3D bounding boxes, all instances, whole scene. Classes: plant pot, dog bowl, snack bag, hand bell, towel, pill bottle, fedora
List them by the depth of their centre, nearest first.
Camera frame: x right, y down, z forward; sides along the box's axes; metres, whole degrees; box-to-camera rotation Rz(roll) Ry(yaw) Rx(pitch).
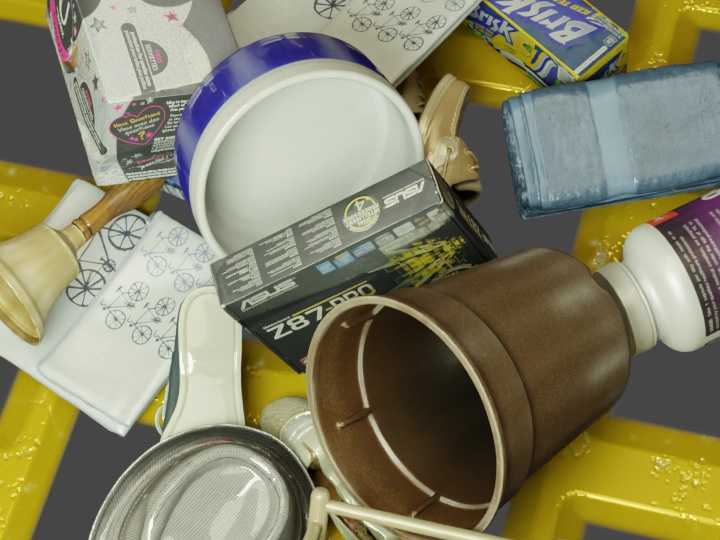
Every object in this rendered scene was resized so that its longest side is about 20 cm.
[{"bbox_3d":[-0.120,0.210,1.502,0.200,0.090,0.177,-41,81,-10],"label":"fedora"},{"bbox_3d":[0.094,0.081,1.506,0.200,0.201,0.197,40,44,25],"label":"plant pot"},{"bbox_3d":[0.295,-0.007,1.599,0.198,0.113,0.113,-24,60,-9],"label":"pill bottle"},{"bbox_3d":[-0.051,-0.091,1.602,0.198,0.201,0.079,-23,38,-8],"label":"dog bowl"},{"bbox_3d":[-0.231,-0.037,1.651,0.104,0.105,0.200,39,65,24],"label":"hand bell"},{"bbox_3d":[-0.224,0.022,1.682,0.199,0.021,0.189,29,68,20],"label":"snack bag"},{"bbox_3d":[0.227,-0.115,1.692,0.198,0.049,0.113,-10,83,4],"label":"towel"},{"bbox_3d":[-0.011,-0.236,1.739,0.199,0.022,0.189,28,60,30],"label":"snack bag"}]

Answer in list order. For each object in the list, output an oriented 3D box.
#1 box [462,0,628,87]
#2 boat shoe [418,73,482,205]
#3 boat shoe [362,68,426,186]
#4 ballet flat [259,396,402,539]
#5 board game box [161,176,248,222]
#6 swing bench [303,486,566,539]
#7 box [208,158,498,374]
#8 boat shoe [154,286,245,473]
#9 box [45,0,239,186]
[{"bbox_3d":[0.153,-0.234,1.775,0.070,0.064,0.200,-39,64,-16],"label":"box"},{"bbox_3d":[0.073,-0.074,1.691,0.068,0.074,0.202,14,72,11],"label":"boat shoe"},{"bbox_3d":[0.024,-0.147,1.739,0.071,0.076,0.201,25,71,11],"label":"boat shoe"},{"bbox_3d":[-0.014,0.164,1.562,0.067,0.063,0.200,-36,62,-14],"label":"ballet flat"},{"bbox_3d":[-0.132,-0.147,1.757,0.198,0.062,0.201,23,67,21],"label":"board game box"},{"bbox_3d":[0.040,0.291,1.421,0.197,0.202,0.130,12,37,11],"label":"swing bench"},{"bbox_3d":[0.000,0.000,1.570,0.198,0.161,0.049,-25,58,11],"label":"box"},{"bbox_3d":[-0.132,0.115,1.599,0.074,0.062,0.202,0,81,-6],"label":"boat shoe"},{"bbox_3d":[-0.187,-0.191,1.666,0.131,0.115,0.201,-8,56,-20],"label":"box"}]
